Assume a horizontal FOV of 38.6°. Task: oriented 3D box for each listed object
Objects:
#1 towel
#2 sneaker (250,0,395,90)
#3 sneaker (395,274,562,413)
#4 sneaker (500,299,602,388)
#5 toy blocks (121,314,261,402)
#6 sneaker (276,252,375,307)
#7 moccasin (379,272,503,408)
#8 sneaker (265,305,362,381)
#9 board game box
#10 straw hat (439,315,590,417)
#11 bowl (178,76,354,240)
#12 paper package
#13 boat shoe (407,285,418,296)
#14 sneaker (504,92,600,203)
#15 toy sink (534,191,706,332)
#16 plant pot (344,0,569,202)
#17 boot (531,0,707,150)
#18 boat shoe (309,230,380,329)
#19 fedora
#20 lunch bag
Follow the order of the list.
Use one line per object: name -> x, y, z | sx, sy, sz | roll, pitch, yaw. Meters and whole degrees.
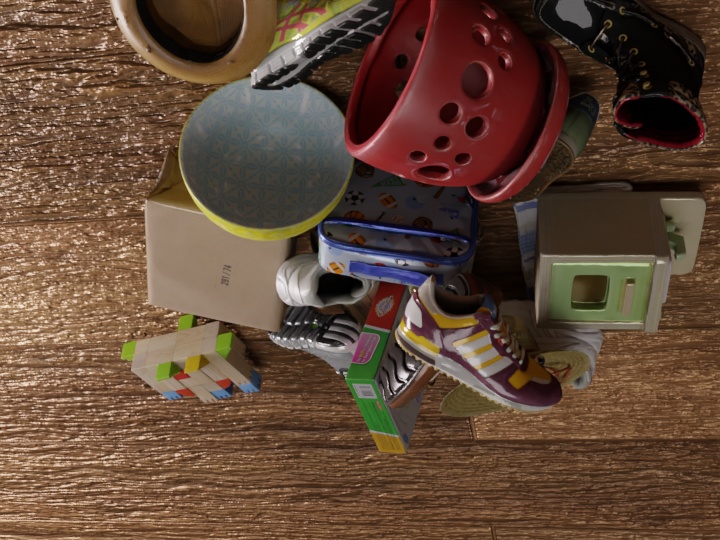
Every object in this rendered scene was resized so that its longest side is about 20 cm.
towel -> 0.272, -0.031, 1.299 | 0.145, 0.024, 0.201 | -4, 135, 12
sneaker -> -0.052, -0.267, 1.085 | 0.198, 0.092, 0.078 | -21, 170, 33
sneaker -> 0.140, 0.080, 1.112 | 0.198, 0.075, 0.091 | 24, 114, -6
sneaker -> 0.233, 0.103, 1.350 | 0.198, 0.101, 0.078 | 16, 155, -17
toy blocks -> -0.240, 0.146, 1.542 | 0.198, 0.101, 0.137 | -14, 142, 23
sneaker -> 0.000, 0.000, 1.277 | 0.099, 0.199, 0.079 | 25, 138, 55
moccasin -> 0.092, 0.088, 1.210 | 0.077, 0.074, 0.202 | 19, 116, -34
sneaker -> -0.048, 0.109, 1.415 | 0.199, 0.075, 0.116 | 15, 148, 53
board game box -> 0.048, 0.114, 1.359 | 0.040, 0.201, 0.154 | -1, 135, 24
straw hat -> 0.178, 0.104, 1.266 | 0.198, 0.086, 0.202 | -14, 155, -6
bowl -> -0.107, -0.112, 1.194 | 0.197, 0.202, 0.108 | 11, 155, 1
paper package -> -0.178, -0.034, 1.331 | 0.188, 0.104, 0.201 | 11, 136, 0
boat shoe -> 0.111, 0.013, 1.318 | 0.073, 0.065, 0.200 | -35, 155, 13
sneaker -> 0.207, -0.141, 1.168 | 0.067, 0.090, 0.200 | 39, 161, -8
toy sink -> 0.308, -0.008, 1.220 | 0.197, 0.113, 0.131 | 0, 137, 6
plant pot -> 0.102, -0.182, 1.067 | 0.181, 0.202, 0.201 | 19, 136, -21
boot -> 0.264, -0.208, 1.032 | 0.198, 0.152, 0.073 | 24, 135, -13
boat shoe -> -0.007, 0.016, 1.378 | 0.064, 0.072, 0.201 | -29, 124, -2
fedora -> -0.168, -0.296, 1.079 | 0.198, 0.082, 0.202 | 7, 133, 8
lunch bag -> 0.050, -0.052, 1.225 | 0.197, 0.161, 0.076 | 8, 137, 5
